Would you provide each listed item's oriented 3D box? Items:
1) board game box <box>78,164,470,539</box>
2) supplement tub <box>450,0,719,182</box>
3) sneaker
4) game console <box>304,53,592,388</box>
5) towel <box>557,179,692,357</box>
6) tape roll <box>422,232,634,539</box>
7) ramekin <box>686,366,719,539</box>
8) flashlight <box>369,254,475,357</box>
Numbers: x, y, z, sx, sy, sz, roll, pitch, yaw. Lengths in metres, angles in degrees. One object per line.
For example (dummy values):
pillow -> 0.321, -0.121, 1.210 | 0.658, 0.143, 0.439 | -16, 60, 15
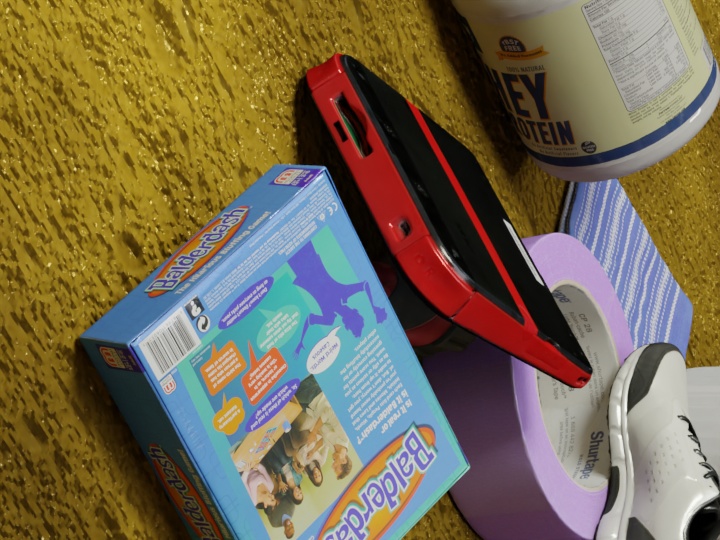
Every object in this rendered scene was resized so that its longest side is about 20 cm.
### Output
board game box -> -0.039, 0.070, 1.167 | 0.152, 0.045, 0.200 | -43, 120, -32
supplement tub -> 0.144, -0.175, 1.523 | 0.200, 0.145, 0.145 | 60, 34, -31
sneaker -> 0.203, 0.135, 1.465 | 0.074, 0.080, 0.200 | 45, 43, -44
game console -> 0.050, -0.030, 1.333 | 0.177, 0.031, 0.200 | 35, 23, -49
towel -> 0.201, 0.013, 1.689 | 0.200, 0.024, 0.145 | 56, 36, -36
tape roll -> 0.115, 0.079, 1.472 | 0.200, 0.066, 0.200 | 27, 58, -56
ramekin -> 0.273, 0.163, 1.661 | 0.200, 0.098, 0.201 | -8, 100, -58
flashlight -> 0.000, 0.000, 1.288 | 0.200, 0.068, 0.068 | 26, 60, -57
